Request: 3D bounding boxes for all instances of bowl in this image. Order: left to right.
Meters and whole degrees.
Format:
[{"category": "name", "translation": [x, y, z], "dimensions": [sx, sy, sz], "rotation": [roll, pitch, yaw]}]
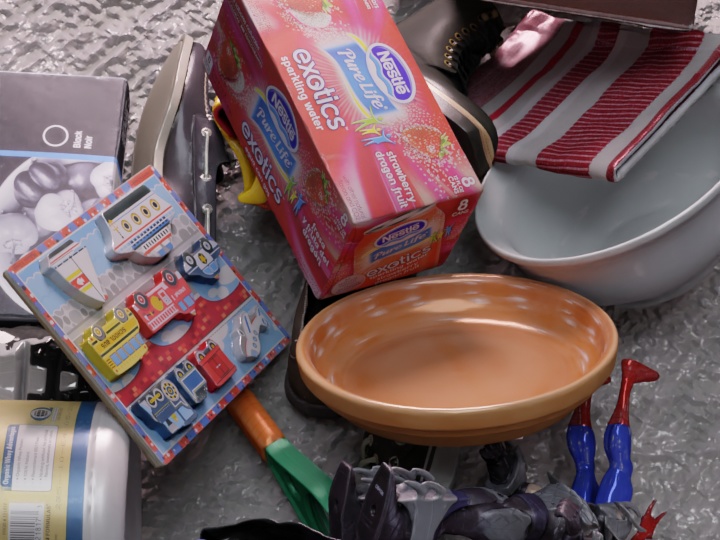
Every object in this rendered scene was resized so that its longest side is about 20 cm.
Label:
[{"category": "bowl", "translation": [0.183, -0.040, 1.523], "dimensions": [0.200, 0.091, 0.202], "rotation": [-20, 32, 13]}]

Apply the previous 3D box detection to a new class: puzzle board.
[{"category": "puzzle board", "translation": [-0.127, 0.022, 1.438], "dimensions": [0.151, 0.017, 0.200], "rotation": [52, 29, -4]}]

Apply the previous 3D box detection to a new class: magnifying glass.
[{"category": "magnifying glass", "translation": [-0.042, 0.129, 1.458], "dimensions": [0.022, 0.080, 0.200], "rotation": [-29, 54, -17]}]

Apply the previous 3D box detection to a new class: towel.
[{"category": "towel", "translation": [0.144, -0.122, 1.569], "dimensions": [0.144, 0.023, 0.199], "rotation": [-45, 34, -23]}]

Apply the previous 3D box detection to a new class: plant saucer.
[{"category": "plant saucer", "translation": [0.060, 0.057, 1.408], "dimensions": [0.198, 0.038, 0.200], "rotation": [-3, 23, 1]}]

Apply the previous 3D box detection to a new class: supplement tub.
[{"category": "supplement tub", "translation": [-0.237, 0.151, 1.393], "dimensions": [0.198, 0.145, 0.146], "rotation": [1, 59, -1]}]

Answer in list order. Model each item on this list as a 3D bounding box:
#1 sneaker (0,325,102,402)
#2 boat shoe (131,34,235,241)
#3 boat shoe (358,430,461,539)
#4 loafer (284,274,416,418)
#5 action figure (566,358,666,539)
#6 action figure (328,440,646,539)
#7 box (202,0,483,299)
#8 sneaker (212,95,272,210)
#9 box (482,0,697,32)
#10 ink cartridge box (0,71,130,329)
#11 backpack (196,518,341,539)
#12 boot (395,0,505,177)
[{"category": "sneaker", "translation": [-0.253, 0.065, 1.479], "dimensions": [0.198, 0.091, 0.067], "rotation": [6, 89, -1]}, {"category": "boat shoe", "translation": [-0.121, -0.070, 1.581], "dimensions": [0.062, 0.073, 0.202], "rotation": [18, 58, -20]}, {"category": "boat shoe", "translation": [0.032, 0.119, 1.465], "dimensions": [0.063, 0.071, 0.201], "rotation": [10, 52, 4]}, {"category": "loafer", "translation": [0.000, 0.000, 1.528], "dimensions": [0.072, 0.071, 0.201], "rotation": [10, 60, 5]}, {"category": "action figure", "translation": [0.150, 0.159, 1.442], "dimensions": [0.065, 0.052, 0.202], "rotation": [-3, 66, 40]}, {"category": "action figure", "translation": [0.085, 0.144, 1.353], "dimensions": [0.198, 0.130, 0.070], "rotation": [5, 100, -27]}, {"category": "box", "translation": [-0.015, -0.096, 1.483], "dimensions": [0.099, 0.096, 0.201], "rotation": [-14, 64, -26]}, {"category": "sneaker", "translation": [-0.067, -0.130, 1.577], "dimensions": [0.077, 0.073, 0.201], "rotation": [11, 48, -33]}, {"category": "box", "translation": [0.153, -0.277, 1.545], "dimensions": [0.163, 0.166, 0.202], "rotation": [9, 101, -1]}, {"category": "ink cartridge box", "translation": [-0.264, -0.048, 1.569], "dimensions": [0.198, 0.044, 0.200], "rotation": [1, 60, 1]}, {"category": "backpack", "translation": [-0.032, 0.237, 1.335], "dimensions": [0.190, 0.200, 0.155], "rotation": [31, 77, 20]}, {"category": "boot", "translation": [0.067, -0.142, 1.579], "dimensions": [0.138, 0.078, 0.200], "rotation": [-29, 39, -21]}]
